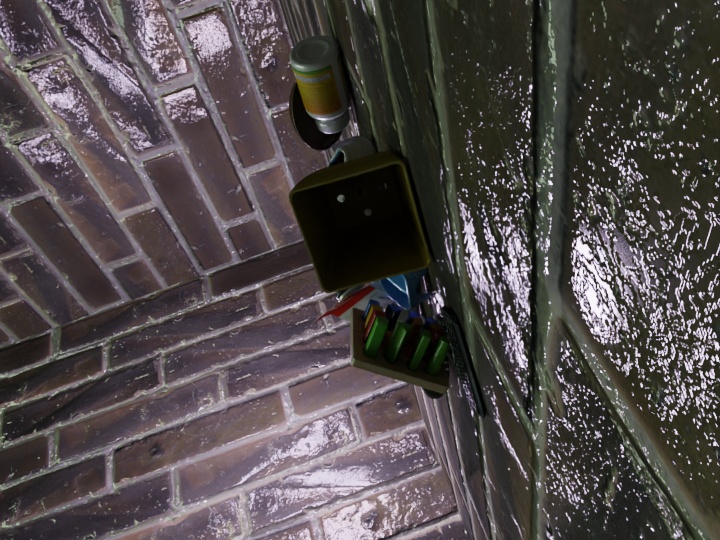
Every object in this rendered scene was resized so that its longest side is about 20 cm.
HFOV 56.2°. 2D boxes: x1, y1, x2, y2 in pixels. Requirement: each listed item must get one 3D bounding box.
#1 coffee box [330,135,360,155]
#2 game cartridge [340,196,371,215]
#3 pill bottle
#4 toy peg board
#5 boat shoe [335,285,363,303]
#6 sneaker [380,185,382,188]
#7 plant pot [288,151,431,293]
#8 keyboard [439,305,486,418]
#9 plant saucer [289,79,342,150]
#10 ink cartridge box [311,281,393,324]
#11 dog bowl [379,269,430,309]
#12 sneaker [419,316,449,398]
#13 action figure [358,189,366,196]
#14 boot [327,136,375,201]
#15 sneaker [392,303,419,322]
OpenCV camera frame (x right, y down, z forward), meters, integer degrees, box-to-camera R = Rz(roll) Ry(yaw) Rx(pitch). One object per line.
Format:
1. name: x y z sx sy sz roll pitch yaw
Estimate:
1. coffee box: -0.012 -0.236 1.717 0.200 0.079 0.114 76 173 -68
2. game cartridge: 0.037 -0.073 1.415 0.200 0.040 0.133 44 167 12
3. pill bottle: -0.083 -0.412 1.517 0.201 0.110 0.111 73 177 -51
4. toy peg board: 0.088 0.126 1.354 0.199 0.199 0.098 -91 22 -64
5. boat shoe: 0.000 0.000 1.517 0.060 0.200 0.074 43 143 6
6. sneaker: 0.007 -0.156 1.575 0.078 0.089 0.201 4 128 42
7. plant pot: 0.002 -0.109 1.205 0.177 0.199 0.201 -90 -17 -61
8. keyboard: 0.176 0.155 1.202 0.127 0.020 0.201 -116 8 -71
9. plant saucer: -0.108 -0.390 1.621 0.200 0.034 0.202 -13 -74 -52
10. ink cartridge box: 0.009 0.074 1.481 0.160 0.199 0.047 -39 78 46
11. dog bowl: 0.080 0.009 1.348 0.111 0.050 0.200 38 162 27
12. sneaker: 0.164 0.211 1.521 0.116 0.075 0.201 65 -166 -53
13. action figure: 0.049 -0.110 1.500 0.200 0.069 0.130 52 -174 -46
14. boot: -0.041 -0.204 1.474 0.074 0.095 0.201 48 140 23
15. sneaker: 0.106 0.071 1.618 0.087 0.074 0.201 -71 -21 -52
